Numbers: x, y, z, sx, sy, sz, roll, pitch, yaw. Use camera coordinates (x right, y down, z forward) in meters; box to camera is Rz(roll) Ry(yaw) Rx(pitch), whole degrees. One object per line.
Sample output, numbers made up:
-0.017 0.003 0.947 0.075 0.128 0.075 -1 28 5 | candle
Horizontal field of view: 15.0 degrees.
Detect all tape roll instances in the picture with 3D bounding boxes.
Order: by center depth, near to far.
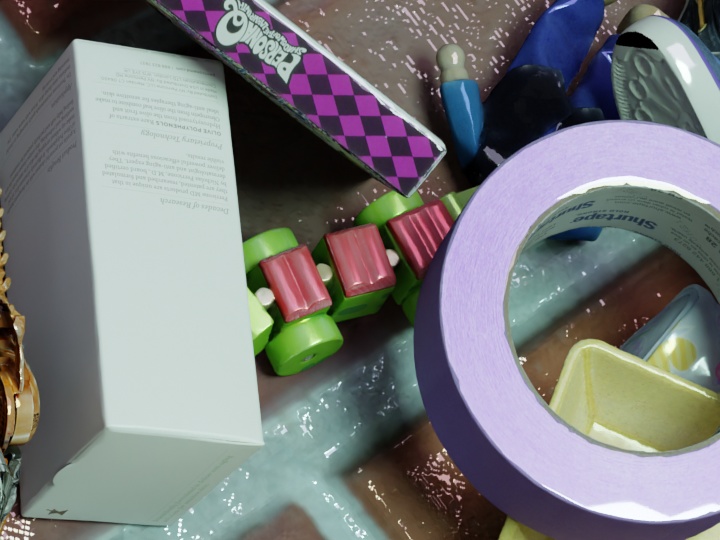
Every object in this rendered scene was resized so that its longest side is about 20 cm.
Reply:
0.128 0.031 1.331 0.199 0.066 0.201 4 71 -11 | tape roll

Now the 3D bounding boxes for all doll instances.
0.097 -0.080 1.489 0.136 0.048 0.200 40 57 -13 | doll

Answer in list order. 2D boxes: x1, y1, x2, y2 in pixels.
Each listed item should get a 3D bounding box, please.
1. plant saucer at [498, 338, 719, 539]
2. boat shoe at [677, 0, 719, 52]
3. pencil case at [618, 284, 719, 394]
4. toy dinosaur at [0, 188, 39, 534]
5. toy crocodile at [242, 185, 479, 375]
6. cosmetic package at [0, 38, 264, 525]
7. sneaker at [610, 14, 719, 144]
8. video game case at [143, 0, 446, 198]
0.158 0.163 1.353 0.199 0.048 0.201 24 69 -3 | plant saucer
0.234 -0.172 1.588 0.071 0.091 0.201 34 46 -10 | boat shoe
0.216 0.098 1.438 0.200 0.083 0.091 41 32 -6 | pencil case
-0.173 0.058 1.193 0.102 0.136 0.201 26 95 -34 | toy dinosaur
0.000 0.000 1.370 0.199 0.062 0.068 -19 75 -25 | toy crocodile
-0.112 0.007 1.282 0.084 0.108 0.201 7 63 -29 | cosmetic package
0.231 -0.090 1.506 0.146 0.080 0.201 -42 119 -21 | sneaker
-0.053 -0.113 1.350 0.200 0.181 0.036 38 91 -8 | video game case
